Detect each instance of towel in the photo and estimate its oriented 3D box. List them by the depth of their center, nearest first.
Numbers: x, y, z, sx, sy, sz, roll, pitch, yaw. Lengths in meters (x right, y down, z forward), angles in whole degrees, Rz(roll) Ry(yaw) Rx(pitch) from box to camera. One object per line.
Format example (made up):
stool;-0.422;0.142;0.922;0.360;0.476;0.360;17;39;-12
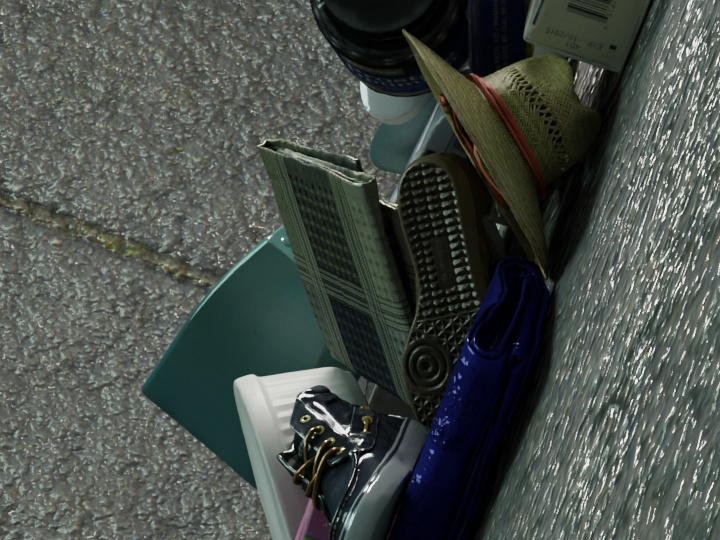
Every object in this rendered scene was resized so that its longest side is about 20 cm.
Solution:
towel;0.068;0.105;1.263;0.148;0.049;0.201;-58;-11;-63
towel;0.000;0.000;1.494;0.192;0.034;0.201;26;139;61

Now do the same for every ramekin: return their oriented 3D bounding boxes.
ramekin;-0.029;0.170;1.599;0.202;0.094;0.204;164;90;-83

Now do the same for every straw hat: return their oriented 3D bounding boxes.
straw hat;0.109;-0.096;1.310;0.085;0.202;0.201;-29;4;2

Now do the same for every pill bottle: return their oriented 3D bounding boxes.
pill bottle;0.023;-0.191;1.420;0.200;0.111;0.113;27;-98;-82

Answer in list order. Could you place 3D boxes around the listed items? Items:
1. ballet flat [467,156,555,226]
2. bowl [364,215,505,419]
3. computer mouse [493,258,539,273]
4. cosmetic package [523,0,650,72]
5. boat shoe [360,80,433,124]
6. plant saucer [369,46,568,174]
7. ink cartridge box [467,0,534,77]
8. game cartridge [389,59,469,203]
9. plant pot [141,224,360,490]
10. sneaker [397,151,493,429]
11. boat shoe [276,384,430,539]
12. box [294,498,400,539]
ballet flat;0.111;-0.069;1.505;0.200;0.068;0.068;106;176;-85
bowl;0.065;0.033;1.683;0.200;0.074;0.201;-76;7;-78
computer mouse;0.098;0.016;1.444;0.200;0.034;0.059;147;144;-87
cosmetic package;0.163;-0.221;1.375;0.200;0.071;0.106;-74;3;-67
boat shoe;0.061;-0.199;1.567;0.068;0.071;0.201;43;-117;-61
plant saucer;0.101;-0.131;1.675;0.200;0.039;0.201;-29;-19;-11
ink cartridge box;0.102;-0.223;1.438;0.201;0.047;0.199;-83;-9;-57
game cartridge;0.052;-0.074;1.562;0.134;0.041;0.201;-75;9;-54
plant pot;-0.064;0.052;1.735;0.141;0.141;0.201;-39;-16;-53
sneaker;0.071;0.019;1.385;0.075;0.070;0.202;-16;-76;-64
boat shoe;-0.015;0.131;1.290;0.200;0.090;0.071;-50;-19;-77
box;-0.016;0.249;1.369;0.200;0.096;0.177;-74;2;-57
